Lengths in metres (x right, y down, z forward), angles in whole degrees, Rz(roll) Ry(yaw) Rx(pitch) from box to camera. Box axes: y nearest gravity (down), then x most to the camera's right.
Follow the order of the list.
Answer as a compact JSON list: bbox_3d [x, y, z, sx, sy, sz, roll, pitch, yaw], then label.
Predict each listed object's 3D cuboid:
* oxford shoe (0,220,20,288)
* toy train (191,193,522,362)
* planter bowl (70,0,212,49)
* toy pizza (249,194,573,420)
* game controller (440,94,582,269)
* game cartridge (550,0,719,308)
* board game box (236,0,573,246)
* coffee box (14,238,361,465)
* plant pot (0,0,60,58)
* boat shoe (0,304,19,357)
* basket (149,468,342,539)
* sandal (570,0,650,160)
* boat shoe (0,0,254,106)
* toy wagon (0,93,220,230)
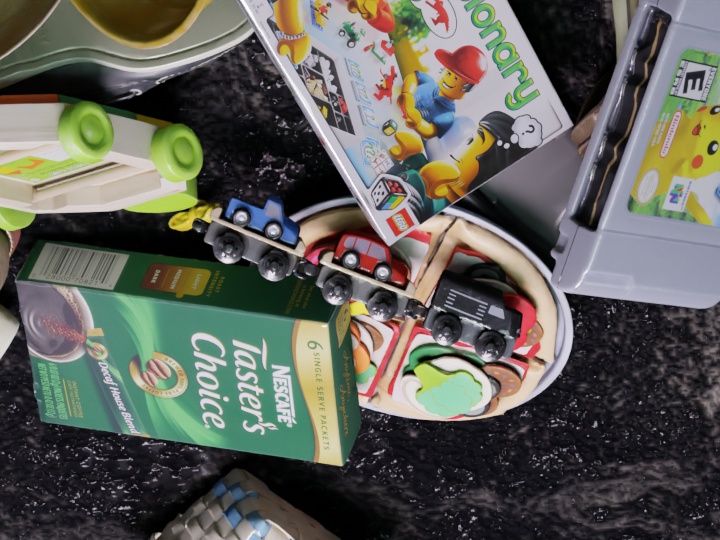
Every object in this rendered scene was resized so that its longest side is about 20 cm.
[{"bbox_3d":[-0.295,-0.034,1.589,0.200,0.075,0.071,18,131,-13],"label":"oxford shoe"},{"bbox_3d":[0.000,0.000,1.572,0.200,0.034,0.046,21,95,-4],"label":"toy train"},{"bbox_3d":[-0.091,-0.215,1.344,0.083,0.200,0.201,-18,139,-32],"label":"planter bowl"},{"bbox_3d":[0.028,0.031,1.642,0.200,0.032,0.200,8,139,7],"label":"toy pizza"},{"bbox_3d":[0.067,-0.076,1.581,0.104,0.042,0.200,-41,120,13],"label":"game controller"},{"bbox_3d":[0.186,-0.076,1.500,0.133,0.040,0.200,5,109,-44],"label":"game cartridge"},{"bbox_3d":[0.018,-0.127,1.492,0.126,0.035,0.200,-34,119,-3],"label":"board game box"},{"bbox_3d":[-0.102,0.049,1.648,0.199,0.044,0.123,8,132,13],"label":"coffee box"},{"bbox_3d":[-0.239,-0.191,1.416,0.200,0.201,0.027,5,174,-4],"label":"plant pot"},{"bbox_3d":[-0.282,0.087,1.695,0.062,0.072,0.200,28,122,-18],"label":"boat shoe"},{"bbox_3d":[-0.083,0.246,1.769,0.176,0.139,0.200,38,91,-27],"label":"basket"},{"bbox_3d":[0.148,-0.094,1.542,0.057,0.080,0.201,8,124,19],"label":"sandal"},{"bbox_3d":[-0.145,-0.123,1.522,0.199,0.075,0.066,-16,158,4],"label":"boat shoe"},{"bbox_3d":[-0.161,-0.057,1.557,0.155,0.040,0.200,-13,164,41],"label":"toy wagon"}]
